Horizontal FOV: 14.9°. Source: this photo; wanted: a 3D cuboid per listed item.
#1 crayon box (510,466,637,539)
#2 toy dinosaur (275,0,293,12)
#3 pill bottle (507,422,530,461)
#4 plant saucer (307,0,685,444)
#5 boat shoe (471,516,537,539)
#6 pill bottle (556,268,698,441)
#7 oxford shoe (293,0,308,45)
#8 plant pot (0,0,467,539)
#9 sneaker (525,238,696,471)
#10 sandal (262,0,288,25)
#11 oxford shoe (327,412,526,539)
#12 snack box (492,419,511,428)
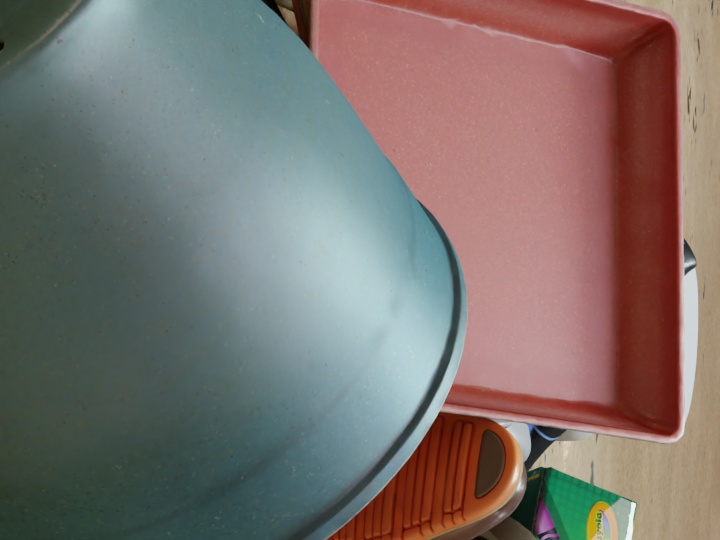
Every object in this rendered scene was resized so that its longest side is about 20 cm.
[{"bbox_3d":[0.054,0.182,1.383,0.200,0.058,0.119,-30,-138,57],"label":"crayon box"},{"bbox_3d":[-0.005,-0.120,1.355,0.200,0.106,0.060,30,54,-82],"label":"toy dinosaur"},{"bbox_3d":[0.011,0.008,1.345,0.111,0.111,0.200,47,30,-71],"label":"pill bottle"},{"bbox_3d":[0.052,-0.031,1.189,0.200,0.037,0.200,10,74,-33],"label":"plant saucer"},{"bbox_3d":[0.010,0.161,1.302,0.068,0.072,0.200,-46,-172,-31],"label":"boat shoe"},{"bbox_3d":[0.076,0.033,1.479,0.113,0.200,0.113,3,90,-76],"label":"pill bottle"},{"bbox_3d":[0.012,-0.130,1.245,0.071,0.073,0.200,-16,72,-57],"label":"oxford shoe"},{"bbox_3d":[-0.093,-0.023,0.861,0.188,0.200,0.200,59,33,-39],"label":"plant pot"},{"bbox_3d":[0.101,0.052,1.381,0.200,0.078,0.070,-61,-139,43],"label":"sneaker"},{"bbox_3d":[-0.070,-0.114,1.177,0.201,0.057,0.080,54,6,-46],"label":"sandal"},{"bbox_3d":[0.006,0.112,1.214,0.073,0.200,0.071,35,53,-33],"label":"oxford shoe"},{"bbox_3d":[0.000,0.000,1.260,0.024,0.072,0.200,-1,61,-48],"label":"snack box"}]
